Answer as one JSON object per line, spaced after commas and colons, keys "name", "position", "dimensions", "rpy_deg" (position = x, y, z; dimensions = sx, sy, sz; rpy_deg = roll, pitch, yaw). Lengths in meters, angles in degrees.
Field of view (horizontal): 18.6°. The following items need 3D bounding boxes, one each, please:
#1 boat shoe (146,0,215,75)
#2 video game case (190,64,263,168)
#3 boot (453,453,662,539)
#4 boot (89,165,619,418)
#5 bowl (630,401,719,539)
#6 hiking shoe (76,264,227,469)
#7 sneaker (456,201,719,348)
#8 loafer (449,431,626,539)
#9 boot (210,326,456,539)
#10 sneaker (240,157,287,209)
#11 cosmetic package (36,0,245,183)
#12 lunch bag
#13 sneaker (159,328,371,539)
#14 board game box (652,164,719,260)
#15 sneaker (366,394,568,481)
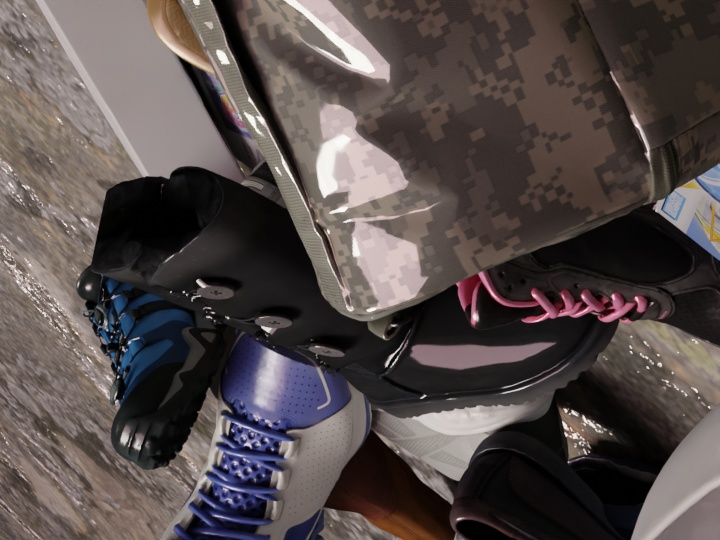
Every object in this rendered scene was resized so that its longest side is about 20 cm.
{"name": "boat shoe", "position": [-0.001, -0.093, 1.007], "dimensions": [0.200, 0.071, 0.069], "rpy_deg": [33, -160, -6]}
{"name": "video game case", "position": [-0.047, -0.109, 1.121], "dimensions": [0.143, 0.018, 0.200], "rpy_deg": [26, 152, 40]}
{"name": "boot", "position": [0.116, 0.137, 1.215], "dimensions": [0.200, 0.073, 0.090], "rpy_deg": [4, 130, 48]}
{"name": "boot", "position": [-0.001, 0.000, 1.015], "dimensions": [0.165, 0.066, 0.200], "rpy_deg": [-24, 137, 39]}
{"name": "bowl", "position": [0.213, 0.088, 0.842], "dimensions": [0.199, 0.075, 0.200], "rpy_deg": [13, 156, -3]}
{"name": "hiking shoe", "position": [-0.118, 0.036, 1.182], "dimensions": [0.087, 0.200, 0.075], "rpy_deg": [21, 118, -5]}
{"name": "sneaker", "position": [0.083, -0.005, 0.935], "dimensions": [0.200, 0.096, 0.079], "rpy_deg": [28, 156, 1]}
{"name": "loafer", "position": [0.123, 0.170, 1.121], "dimensions": [0.200, 0.063, 0.072], "rpy_deg": [43, 135, -3]}
{"name": "boot", "position": [0.007, 0.108, 1.366], "dimensions": [0.200, 0.069, 0.188], "rpy_deg": [36, -172, -32]}
{"name": "sneaker", "position": [-0.039, -0.016, 1.149], "dimensions": [0.078, 0.077, 0.200], "rpy_deg": [39, 160, 12]}
{"name": "cosmetic package", "position": [-0.130, -0.121, 1.185], "dimensions": [0.083, 0.051, 0.200], "rpy_deg": [48, 169, 53]}
{"name": "lunch bag", "position": [0.024, -0.098, 0.748], "dimensions": [0.200, 0.168, 0.139], "rpy_deg": [64, 162, -15]}
{"name": "sneaker", "position": [-0.060, 0.128, 1.188], "dimensions": [0.080, 0.115, 0.200], "rpy_deg": [23, 130, 14]}
{"name": "board game box", "position": [0.185, -0.037, 0.798], "dimensions": [0.135, 0.034, 0.200], "rpy_deg": [39, 159, 15]}
{"name": "sneaker", "position": [0.039, 0.079, 1.215], "dimensions": [0.200, 0.074, 0.079], "rpy_deg": [12, 130, 55]}
